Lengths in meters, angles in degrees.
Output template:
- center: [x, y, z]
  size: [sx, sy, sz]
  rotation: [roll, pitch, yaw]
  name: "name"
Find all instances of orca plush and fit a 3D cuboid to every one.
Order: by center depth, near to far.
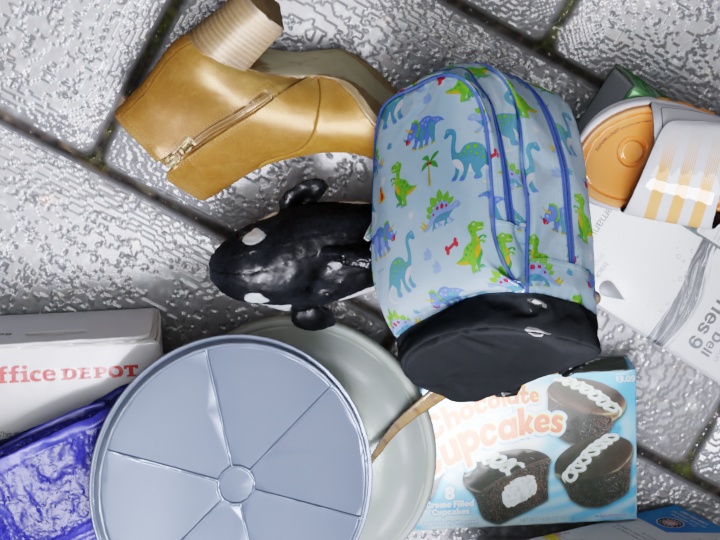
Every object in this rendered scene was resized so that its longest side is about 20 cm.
- center: [0.000, 0.000, 1.421]
  size: [0.198, 0.071, 0.106]
  rotation: [11, 98, -24]
  name: "orca plush"

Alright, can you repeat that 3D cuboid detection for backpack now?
- center: [0.080, -0.036, 1.351]
  size: [0.153, 0.163, 0.202]
  rotation: [26, 63, -27]
  name: "backpack"

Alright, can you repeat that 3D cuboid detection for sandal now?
- center: [0.244, -0.065, 1.368]
  size: [0.204, 0.059, 0.080]
  rotation: [8, 102, -6]
  name: "sandal"

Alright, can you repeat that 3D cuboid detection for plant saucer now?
- center: [-0.046, 0.134, 1.474]
  size: [0.198, 0.050, 0.202]
  rotation: [3, 105, 10]
  name: "plant saucer"

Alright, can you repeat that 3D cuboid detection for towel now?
- center: [-0.174, 0.192, 1.419]
  size: [0.147, 0.050, 0.201]
  rotation: [-24, 107, 2]
  name: "towel"

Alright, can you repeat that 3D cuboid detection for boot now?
- center: [-0.059, -0.095, 1.434]
  size: [0.201, 0.071, 0.144]
  rotation: [36, 115, -23]
  name: "boot"

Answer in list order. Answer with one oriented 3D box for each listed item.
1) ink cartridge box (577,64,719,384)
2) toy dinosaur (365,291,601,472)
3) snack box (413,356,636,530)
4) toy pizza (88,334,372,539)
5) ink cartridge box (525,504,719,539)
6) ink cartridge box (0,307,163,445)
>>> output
- center: [0.227, -0.026, 1.451]
  size: [0.199, 0.084, 0.147]
  rotation: [31, 101, -11]
  name: "ink cartridge box"
- center: [0.086, 0.060, 1.442]
  size: [0.200, 0.106, 0.061]
  rotation: [-42, 66, 22]
  name: "toy dinosaur"
- center: [0.102, 0.127, 1.510]
  size: [0.198, 0.037, 0.117]
  rotation: [-3, 104, -2]
  name: "snack box"
- center: [-0.088, 0.143, 1.397]
  size: [0.198, 0.032, 0.203]
  rotation: [-2, 95, -19]
  name: "toy pizza"
- center: [0.185, 0.271, 1.462]
  size: [0.198, 0.147, 0.146]
  rotation: [-8, 106, -26]
  name: "ink cartridge box"
- center: [-0.207, 0.134, 1.470]
  size: [0.143, 0.084, 0.202]
  rotation: [-3, 106, -3]
  name: "ink cartridge box"
